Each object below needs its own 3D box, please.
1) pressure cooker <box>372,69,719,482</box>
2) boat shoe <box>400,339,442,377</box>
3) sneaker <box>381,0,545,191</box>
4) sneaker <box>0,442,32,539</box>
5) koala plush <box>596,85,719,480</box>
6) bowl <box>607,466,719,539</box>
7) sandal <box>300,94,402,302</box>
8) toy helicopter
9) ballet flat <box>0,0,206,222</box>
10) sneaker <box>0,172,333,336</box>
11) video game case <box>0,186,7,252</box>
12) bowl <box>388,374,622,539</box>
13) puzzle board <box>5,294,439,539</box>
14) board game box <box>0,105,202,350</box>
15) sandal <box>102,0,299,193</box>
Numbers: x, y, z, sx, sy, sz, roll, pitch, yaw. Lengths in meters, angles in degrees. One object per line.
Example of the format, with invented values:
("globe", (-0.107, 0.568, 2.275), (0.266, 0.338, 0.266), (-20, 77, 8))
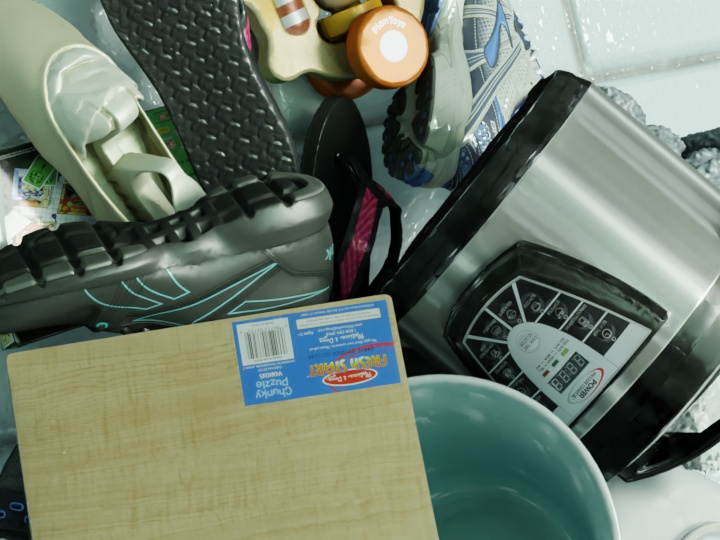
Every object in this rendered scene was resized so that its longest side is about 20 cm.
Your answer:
("pressure cooker", (0.130, 0.013, 1.444), (0.200, 0.176, 0.179), (40, 76, -2))
("boat shoe", (-0.015, 0.079, 1.455), (0.199, 0.073, 0.063), (3, 53, -47))
("sneaker", (0.066, -0.125, 1.599), (0.085, 0.077, 0.201), (22, 58, -23))
("sneaker", (-0.143, 0.163, 1.384), (0.111, 0.073, 0.201), (2, 52, -4))
("koala plush", (0.162, 0.017, 1.605), (0.176, 0.184, 0.201), (10, 77, -15))
("bowl", (0.191, 0.204, 1.650), (0.200, 0.090, 0.203), (7, 79, -37))
("sandal", (0.000, 0.000, 1.552), (0.075, 0.045, 0.202), (8, 80, -61))
("toy helicopter", (-0.055, -0.173, 1.538), (0.199, 0.079, 0.133), (6, 85, -24))
("ballet flat", (-0.126, -0.064, 1.438), (0.069, 0.069, 0.201), (-45, 109, -34))
("sneaker", (-0.104, 0.011, 1.389), (0.199, 0.075, 0.080), (-14, 113, -12))
("video game case", (-0.277, -0.058, 1.363), (0.199, 0.023, 0.184), (-5, 86, -31))
("bowl", (0.050, 0.162, 1.396), (0.105, 0.199, 0.202), (36, 56, -66))
("puzzle board", (-0.068, 0.099, 1.354), (0.199, 0.017, 0.152), (-9, 71, -7))
("board game box", (-0.125, -0.032, 1.488), (0.199, 0.023, 0.105), (-18, 91, -38))
("sandal", (-0.091, -0.125, 1.478), (0.075, 0.045, 0.201), (-20, 110, 2))
